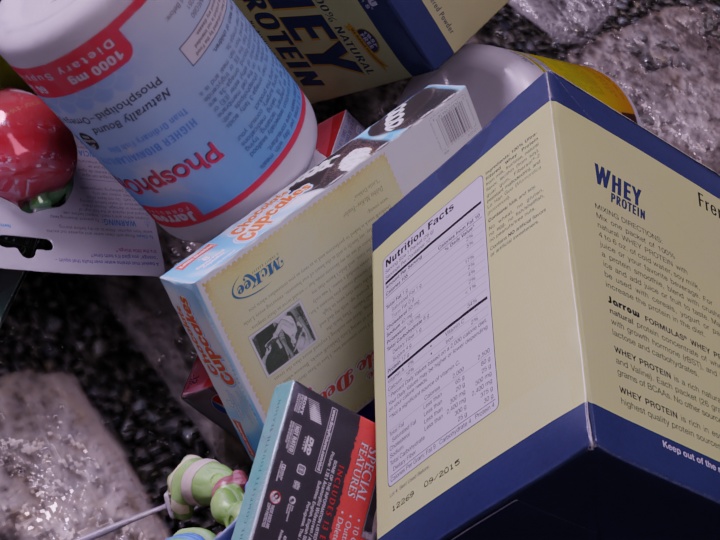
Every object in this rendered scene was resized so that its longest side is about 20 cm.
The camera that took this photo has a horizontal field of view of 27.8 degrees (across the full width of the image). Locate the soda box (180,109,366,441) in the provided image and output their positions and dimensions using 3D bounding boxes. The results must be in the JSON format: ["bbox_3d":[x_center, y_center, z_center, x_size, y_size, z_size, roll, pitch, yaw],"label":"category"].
[{"bbox_3d":[-0.034,0.004,0.859,0.063,0.070,0.201,41,47,-29],"label":"soda box"}]

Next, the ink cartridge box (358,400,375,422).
[{"bbox_3d":[0.080,0.062,0.900,0.197,0.043,0.201,26,52,-8],"label":"ink cartridge box"}]

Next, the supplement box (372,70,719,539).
[{"bbox_3d":[0.121,0.056,0.674,0.199,0.134,0.201,26,44,-29],"label":"supplement box"}]

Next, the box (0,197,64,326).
[{"bbox_3d":[-0.252,-0.031,0.815,0.143,0.036,0.201,23,53,-8],"label":"box"}]

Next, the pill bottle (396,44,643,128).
[{"bbox_3d":[0.113,-0.082,0.937,0.199,0.109,0.110,-4,56,-57],"label":"pill bottle"}]

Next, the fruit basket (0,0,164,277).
[{"bbox_3d":[-0.204,-0.090,0.796,0.184,0.093,0.202,2,70,-44],"label":"fruit basket"}]

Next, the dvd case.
[{"bbox_3d":[0.025,0.156,0.657,0.199,0.022,0.147,29,60,-26],"label":"dvd case"}]

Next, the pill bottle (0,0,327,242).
[{"bbox_3d":[-0.092,-0.087,0.774,0.200,0.108,0.109,50,42,-34],"label":"pill bottle"}]

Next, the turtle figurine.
[{"bbox_3d":[-0.054,0.171,0.747,0.193,0.201,0.144,12,28,-41],"label":"turtle figurine"}]

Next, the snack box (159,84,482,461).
[{"bbox_3d":[0.000,0.000,0.773,0.200,0.037,0.117,-37,116,-28],"label":"snack box"}]

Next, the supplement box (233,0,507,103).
[{"bbox_3d":[0.015,-0.219,0.905,0.200,0.199,0.135,-45,111,-26],"label":"supplement box"}]
